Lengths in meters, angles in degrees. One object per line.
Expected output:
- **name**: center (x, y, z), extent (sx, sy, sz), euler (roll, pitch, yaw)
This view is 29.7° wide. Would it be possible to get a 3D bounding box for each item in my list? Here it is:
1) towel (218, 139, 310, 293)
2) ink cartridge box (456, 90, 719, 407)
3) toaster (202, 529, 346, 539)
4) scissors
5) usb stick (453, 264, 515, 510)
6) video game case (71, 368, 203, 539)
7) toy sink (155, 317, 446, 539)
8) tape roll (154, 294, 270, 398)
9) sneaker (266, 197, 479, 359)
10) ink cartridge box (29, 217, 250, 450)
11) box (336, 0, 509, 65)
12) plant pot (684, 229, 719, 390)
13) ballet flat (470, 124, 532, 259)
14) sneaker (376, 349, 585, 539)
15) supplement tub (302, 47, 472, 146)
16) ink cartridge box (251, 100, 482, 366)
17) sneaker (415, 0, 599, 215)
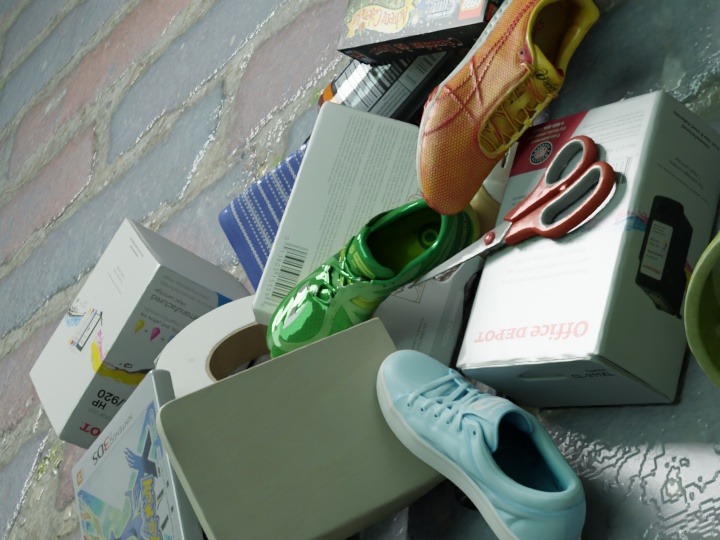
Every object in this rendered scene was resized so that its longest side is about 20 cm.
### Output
- **towel**: center (-0.041, -0.036, 1.268), extent (0.199, 0.024, 0.146), euler (-33, 82, 37)
- **ink cartridge box**: center (0.164, -0.009, 0.964), extent (0.145, 0.082, 0.202), euler (-9, 57, 53)
- **toaster**: center (-0.092, 0.227, 1.128), extent (0.201, 0.113, 0.129), euler (-59, 34, 2)
- **scissors**: center (0.102, -0.023, 0.972), extent (0.200, 0.014, 0.074), euler (-41, 36, 29)
- **usb stick**: center (0.097, 0.085, 1.039), extent (0.055, 0.032, 0.202), euler (-38, 37, 46)
- **video game case**: center (-0.187, 0.214, 1.128), extent (0.182, 0.022, 0.202), euler (-48, 48, 41)
- **toy sink**: center (-0.053, 0.142, 1.002), extent (0.131, 0.199, 0.112), euler (60, 148, 13)
- **tape roll**: center (-0.080, 0.085, 1.177), extent (0.200, 0.037, 0.203), euler (-10, 31, 6)
- **sneaker**: center (0.000, 0.000, 1.067), extent (0.199, 0.084, 0.074), euler (-38, 66, 7)
- **ink cartridge box**: center (-0.216, 0.083, 1.388), extent (0.201, 0.146, 0.145), euler (-58, 31, 6)
- **box**: center (0.065, -0.252, 1.136), extent (0.199, 0.037, 0.138), euler (1, 74, 54)
- **plant pot**: center (0.282, -0.038, 0.740), extent (0.200, 0.200, 0.185), euler (-31, 30, 39)
- **ballet flat**: center (0.114, -0.109, 1.110), extent (0.063, 0.068, 0.202), euler (142, 135, -58)
- **sneaker**: center (0.087, 0.107, 0.934), extent (0.200, 0.074, 0.083), euler (42, 141, 31)
- **supplement tub**: center (0.032, -0.164, 1.261), extent (0.200, 0.106, 0.107), euler (-47, 34, 24)
- **ink cartridge box**: center (0.020, -0.028, 1.153), extent (0.044, 0.172, 0.202), euler (87, -159, -71)
- **sneaker**: center (0.105, -0.132, 1.010), extent (0.077, 0.073, 0.201), euler (19, 78, 57)
